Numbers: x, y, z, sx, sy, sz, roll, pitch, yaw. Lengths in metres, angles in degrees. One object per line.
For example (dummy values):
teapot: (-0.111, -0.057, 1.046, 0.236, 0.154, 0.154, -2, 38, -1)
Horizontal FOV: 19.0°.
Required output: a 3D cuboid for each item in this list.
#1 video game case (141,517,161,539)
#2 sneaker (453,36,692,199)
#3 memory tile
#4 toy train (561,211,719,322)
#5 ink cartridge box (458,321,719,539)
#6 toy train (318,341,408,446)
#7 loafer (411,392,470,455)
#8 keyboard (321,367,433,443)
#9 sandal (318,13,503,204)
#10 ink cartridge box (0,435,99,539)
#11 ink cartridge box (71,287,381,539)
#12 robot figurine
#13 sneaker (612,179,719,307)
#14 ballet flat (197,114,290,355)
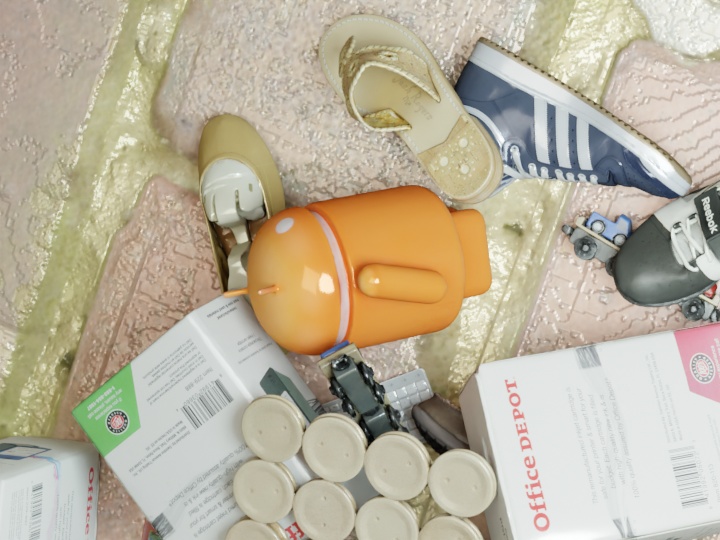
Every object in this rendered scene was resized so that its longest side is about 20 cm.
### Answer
video game case: (-0.104, 0.207, 1.727, 0.142, 0.017, 0.202, 13, 98, 11)
sneaker: (0.147, -0.082, 1.634, 0.199, 0.070, 0.109, 34, 95, 17)
memory tile: (-0.002, 0.180, 1.565, 0.198, 0.017, 0.155, 15, 111, 18)
toy train: (0.244, 0.008, 1.635, 0.199, 0.034, 0.046, 30, 95, 10)
ink cartridge box: (0.184, 0.130, 1.575, 0.198, 0.083, 0.148, -9, 74, -12)
toy train: (0.012, 0.108, 1.616, 0.034, 0.200, 0.046, -26, 54, 2)
loafer: (0.134, 0.140, 1.656, 0.199, 0.073, 0.071, 26, 79, 8)
keyboard: (-0.030, 0.137, 1.717, 0.199, 0.011, 0.057, -21, 87, 13)
sandal: (0.025, -0.135, 1.622, 0.078, 0.069, 0.212, -48, 58, 11)
ink cartridge box: (-0.279, 0.215, 1.683, 0.087, 0.200, 0.147, 6, 95, 16)
ink cartridge box: (-0.102, 0.141, 1.654, 0.146, 0.084, 0.201, -37, 87, 27)
robot figurine: (0.001, 0.000, 1.623, 0.117, 0.198, 0.144, 101, 148, -42)
sneaker: (0.274, -0.040, 1.582, 0.199, 0.089, 0.075, -27, 76, 4)
ballet flat: (-0.090, -0.026, 1.697, 0.068, 0.063, 0.202, -15, 89, 15)
